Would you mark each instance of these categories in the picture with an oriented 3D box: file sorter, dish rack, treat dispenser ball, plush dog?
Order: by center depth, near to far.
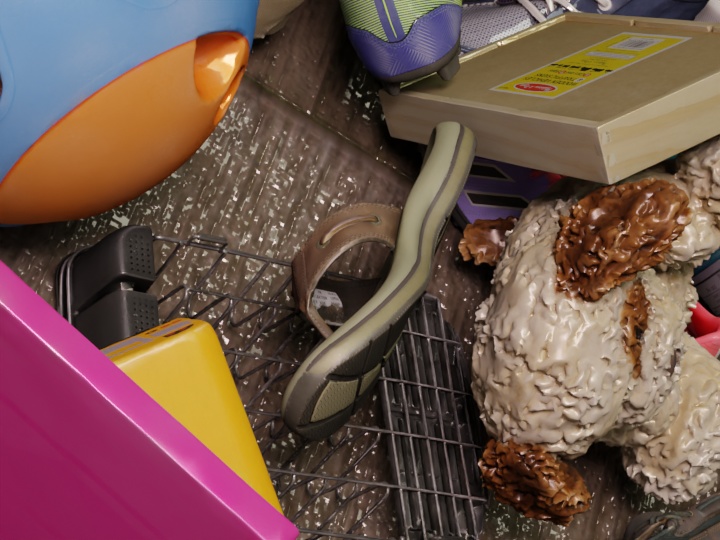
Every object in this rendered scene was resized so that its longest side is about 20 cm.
[{"bbox_3d":[-0.147,0.118,0.650,0.139,0.200,0.125,43,49,-4],"label":"file sorter"},{"bbox_3d":[-0.142,-0.118,0.802,0.200,0.201,0.202,18,53,-25],"label":"treat dispenser ball"},{"bbox_3d":[-0.034,0.062,0.867,0.199,0.055,0.154,12,57,-32],"label":"dish rack"},{"bbox_3d":[0.104,0.019,0.890,0.160,0.201,0.172,17,21,14],"label":"plush dog"}]

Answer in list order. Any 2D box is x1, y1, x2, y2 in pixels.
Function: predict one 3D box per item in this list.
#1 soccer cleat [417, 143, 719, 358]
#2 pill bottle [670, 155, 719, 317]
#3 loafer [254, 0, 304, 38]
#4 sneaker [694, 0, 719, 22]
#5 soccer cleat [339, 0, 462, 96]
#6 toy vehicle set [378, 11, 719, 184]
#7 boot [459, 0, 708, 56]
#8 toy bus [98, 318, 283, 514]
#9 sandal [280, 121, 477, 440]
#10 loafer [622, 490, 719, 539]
[{"bbox_3d":[0.112,-0.020,1.007,0.200,0.073,0.068,50,47,3],"label":"soccer cleat"},{"bbox_3d":[0.226,-0.027,1.067,0.200,0.111,0.111,50,46,2],"label":"pill bottle"},{"bbox_3d":[-0.047,-0.188,1.011,0.075,0.068,0.200,28,33,-8],"label":"loafer"},{"bbox_3d":[0.259,-0.125,1.164,0.112,0.073,0.200,-17,61,-41],"label":"sneaker"},{"bbox_3d":[0.020,-0.167,0.999,0.200,0.064,0.084,-91,161,-57],"label":"soccer cleat"},{"bbox_3d":[0.109,-0.088,0.925,0.124,0.200,0.027,-24,110,-22],"label":"toy vehicle set"},{"bbox_3d":[0.110,-0.145,1.067,0.199,0.090,0.073,-6,51,-40],"label":"boot"},{"bbox_3d":[-0.058,0.122,0.746,0.065,0.078,0.201,-22,98,-19],"label":"toy bus"},{"bbox_3d":[0.000,0.000,0.853,0.057,0.080,0.201,26,40,0],"label":"sandal"},{"bbox_3d":[0.154,0.145,0.946,0.200,0.072,0.063,-7,48,-45],"label":"loafer"}]
